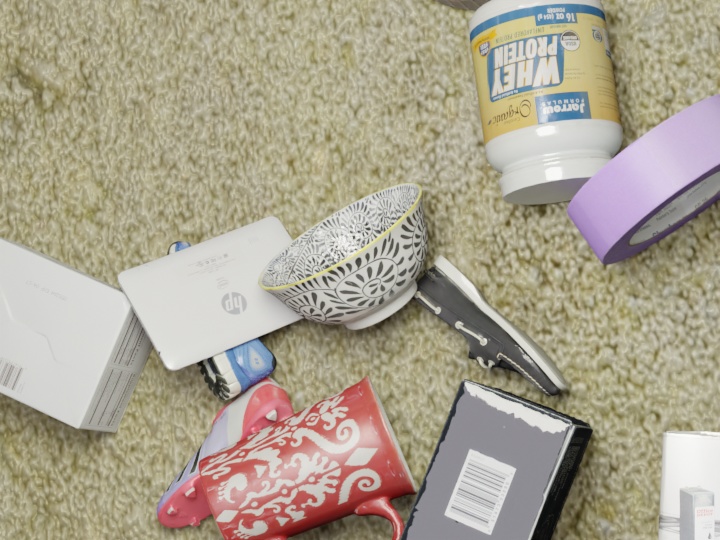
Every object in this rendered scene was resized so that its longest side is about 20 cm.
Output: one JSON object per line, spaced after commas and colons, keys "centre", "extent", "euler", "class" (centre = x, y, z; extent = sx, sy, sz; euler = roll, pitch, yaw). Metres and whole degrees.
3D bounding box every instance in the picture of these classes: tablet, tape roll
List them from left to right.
{"centre": [-0.147, 0.022, 1.699], "extent": [0.199, 0.014, 0.130], "euler": [-22, 66, -24], "class": "tablet"}
{"centre": [0.305, -0.089, 1.567], "extent": [0.200, 0.200, 0.066], "euler": [-35, 76, 7], "class": "tape roll"}

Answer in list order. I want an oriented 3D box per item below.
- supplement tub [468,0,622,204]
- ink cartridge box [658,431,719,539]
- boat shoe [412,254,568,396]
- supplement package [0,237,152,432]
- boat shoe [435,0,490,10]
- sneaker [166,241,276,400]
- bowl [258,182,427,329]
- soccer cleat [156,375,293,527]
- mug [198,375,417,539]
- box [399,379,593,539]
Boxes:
{"centre": [0.194, -0.179, 1.634], "extent": [0.144, 0.145, 0.201], "euler": [-9, 81, 13], "class": "supplement tub"}
{"centre": [0.336, 0.259, 1.542], "extent": [0.084, 0.146, 0.201], "euler": [4, 83, 15], "class": "ink cartridge box"}
{"centre": [0.133, 0.069, 1.655], "extent": [0.060, 0.074, 0.200], "euler": [-47, 72, 4], "class": "boat shoe"}
{"centre": [-0.346, 0.071, 1.754], "extent": [0.199, 0.111, 0.156], "euler": [22, 88, 16], "class": "supplement package"}
{"centre": [0.140, -0.330, 1.715], "extent": [0.199, 0.075, 0.073], "euler": [14, 61, 19], "class": "boat shoe"}
{"centre": [-0.155, 0.048, 1.736], "extent": [0.089, 0.079, 0.200], "euler": [-19, 62, -24], "class": "sneaker"}
{"centre": [0.000, 0.000, 1.660], "extent": [0.200, 0.201, 0.094], "euler": [-28, 106, 9], "class": "bowl"}
{"centre": [-0.152, 0.199, 1.723], "extent": [0.200, 0.067, 0.077], "euler": [-47, 41, 11], "class": "soccer cleat"}
{"centre": [-0.052, 0.221, 1.620], "extent": [0.199, 0.134, 0.178], "euler": [-22, 42, 1], "class": "mug"}
{"centre": [0.136, 0.224, 1.570], "extent": [0.124, 0.197, 0.201], "euler": [21, 88, 17], "class": "box"}
